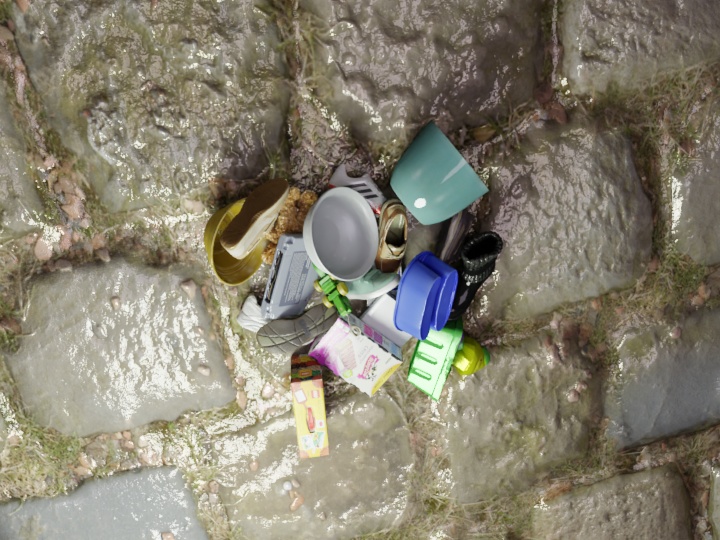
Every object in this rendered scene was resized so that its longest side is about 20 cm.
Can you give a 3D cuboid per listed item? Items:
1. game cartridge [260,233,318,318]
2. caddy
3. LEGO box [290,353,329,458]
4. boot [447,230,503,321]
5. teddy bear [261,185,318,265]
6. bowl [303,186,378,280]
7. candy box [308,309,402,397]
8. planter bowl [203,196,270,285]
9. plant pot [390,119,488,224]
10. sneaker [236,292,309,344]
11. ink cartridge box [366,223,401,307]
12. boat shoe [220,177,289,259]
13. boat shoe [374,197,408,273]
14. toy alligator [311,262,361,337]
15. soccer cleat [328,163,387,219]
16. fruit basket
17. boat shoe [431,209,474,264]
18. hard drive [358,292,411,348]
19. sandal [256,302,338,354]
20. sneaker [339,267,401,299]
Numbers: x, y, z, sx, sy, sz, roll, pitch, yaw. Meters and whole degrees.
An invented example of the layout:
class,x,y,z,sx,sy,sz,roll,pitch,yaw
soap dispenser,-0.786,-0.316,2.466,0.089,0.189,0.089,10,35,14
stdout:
class,x,y,z,sx,sy,sz,roll,pitch,yaw
game cartridge,-0.151,0.011,1.303,0.131,0.041,0.204,-2,117,-47
caddy,0.141,0.057,1.300,0.140,0.104,0.204,-20,128,-46
LEGO box,-0.126,0.328,1.403,0.075,0.149,0.205,-6,108,-5
boot,0.251,0.013,1.336,0.079,0.158,0.213,35,79,15
teddy bear,-0.159,-0.095,1.299,0.144,0.066,0.202,26,97,-51
bowl,-0.058,-0.077,1.251,0.198,0.089,0.207,4,84,-44
candy box,-0.012,0.201,1.391,0.198,0.061,0.137,34,112,-14
planter bowl,-0.290,-0.076,1.269,0.082,0.199,0.205,19,107,26
plant pot,0.162,-0.202,1.262,0.160,0.201,0.201,-40,108,14
sneaker,-0.194,0.113,1.369,0.196,0.078,0.101,20,100,-14
ink cartridge box,0.052,-0.015,1.382,0.092,0.037,0.205,-6,107,-6
boat shoe,-0.219,-0.111,1.217,0.201,0.073,0.070,-51,151,-17
boat shoe,0.071,-0.061,1.297,0.074,0.074,0.204,-6,124,-10
toy alligator,-0.048,0.061,1.297,0.059,0.054,0.202,-36,79,20
soccer cleat,0.021,-0.178,1.314,0.196,0.069,0.087,23,97,-13
fruit basket,0.234,0.217,1.430,0.210,0.156,0.221,3,107,8
boat shoe,0.223,-0.053,1.375,0.072,0.075,0.204,16,105,-12
hard drive,0.049,0.157,1.417,0.131,0.026,0.201,35,112,-16
sandal,-0.146,0.132,1.323,0.197,0.055,0.083,-27,92,-4
sneaker,0.000,0.000,1.318,0.197,0.073,0.121,-9,108,39
